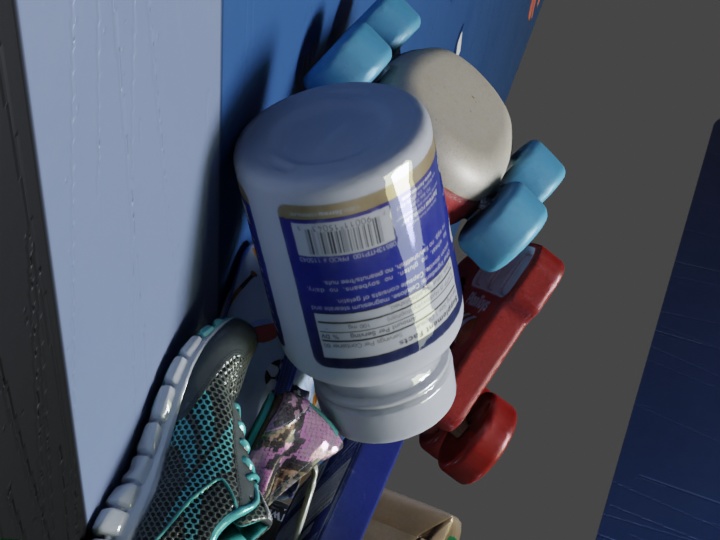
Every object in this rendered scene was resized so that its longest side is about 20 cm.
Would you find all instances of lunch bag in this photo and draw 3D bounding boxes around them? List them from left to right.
[{"bbox_3d":[-0.060,0.068,1.186,0.200,0.075,0.162,89,18,-73],"label":"lunch bag"}]

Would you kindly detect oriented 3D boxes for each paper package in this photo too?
[{"bbox_3d":[-0.009,0.241,1.556,0.200,0.189,0.104,61,47,-79],"label":"paper package"}]

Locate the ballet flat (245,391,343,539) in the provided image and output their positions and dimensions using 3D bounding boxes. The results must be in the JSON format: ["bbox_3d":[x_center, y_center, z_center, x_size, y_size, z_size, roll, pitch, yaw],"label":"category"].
[{"bbox_3d":[-0.079,0.170,1.065,0.201,0.071,0.069,-54,-177,7],"label":"ballet flat"}]

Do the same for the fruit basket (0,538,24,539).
[{"bbox_3d":[-0.105,0.229,0.704,0.156,0.214,0.217,-64,170,-47],"label":"fruit basket"}]

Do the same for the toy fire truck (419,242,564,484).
[{"bbox_3d":[0.073,0.048,1.239,0.169,0.112,0.200,-54,-170,-1],"label":"toy fire truck"}]

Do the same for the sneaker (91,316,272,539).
[{"bbox_3d":[-0.089,0.122,1.004,0.078,0.090,0.201,98,12,-62],"label":"sneaker"}]

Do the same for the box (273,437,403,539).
[{"bbox_3d":[-0.037,0.190,1.108,0.121,0.032,0.201,-50,-172,43],"label":"box"}]

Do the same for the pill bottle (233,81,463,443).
[{"bbox_3d":[0.000,0.000,1.038,0.120,0.118,0.201,-64,149,-49],"label":"pill bottle"}]

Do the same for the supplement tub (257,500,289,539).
[{"bbox_3d":[-0.093,0.277,1.254,0.123,0.121,0.201,101,10,-47],"label":"supplement tub"}]

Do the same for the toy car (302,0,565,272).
[{"bbox_3d":[0.009,-0.055,1.214,0.200,0.184,0.177,-43,-174,25],"label":"toy car"}]
